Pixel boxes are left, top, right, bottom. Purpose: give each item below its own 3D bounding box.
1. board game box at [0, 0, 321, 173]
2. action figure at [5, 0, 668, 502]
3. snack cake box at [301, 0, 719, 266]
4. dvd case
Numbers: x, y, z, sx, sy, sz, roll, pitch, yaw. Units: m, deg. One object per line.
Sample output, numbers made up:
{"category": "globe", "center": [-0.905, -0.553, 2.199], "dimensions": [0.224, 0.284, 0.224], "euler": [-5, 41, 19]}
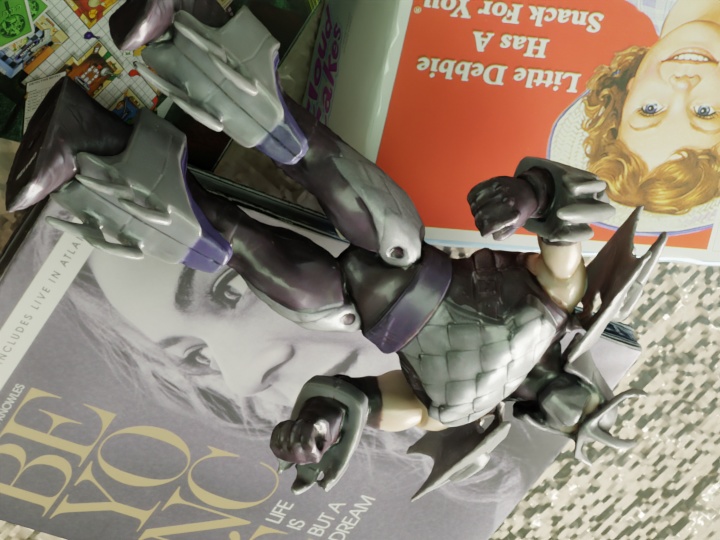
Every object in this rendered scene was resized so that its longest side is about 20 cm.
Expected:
{"category": "board game box", "center": [-0.046, -0.110, 0.841], "dimensions": [0.105, 0.023, 0.200], "euler": [16, 128, -27]}
{"category": "action figure", "center": [0.000, 0.000, 0.849], "dimensions": [0.200, 0.069, 0.130], "euler": [34, 107, -16]}
{"category": "snack cake box", "center": [0.090, -0.067, 0.918], "dimensions": [0.200, 0.067, 0.115], "euler": [5, 116, -19]}
{"category": "dvd case", "center": [-0.033, 0.043, 0.941], "dimensions": [0.200, 0.016, 0.149], "euler": [20, 125, -25]}
